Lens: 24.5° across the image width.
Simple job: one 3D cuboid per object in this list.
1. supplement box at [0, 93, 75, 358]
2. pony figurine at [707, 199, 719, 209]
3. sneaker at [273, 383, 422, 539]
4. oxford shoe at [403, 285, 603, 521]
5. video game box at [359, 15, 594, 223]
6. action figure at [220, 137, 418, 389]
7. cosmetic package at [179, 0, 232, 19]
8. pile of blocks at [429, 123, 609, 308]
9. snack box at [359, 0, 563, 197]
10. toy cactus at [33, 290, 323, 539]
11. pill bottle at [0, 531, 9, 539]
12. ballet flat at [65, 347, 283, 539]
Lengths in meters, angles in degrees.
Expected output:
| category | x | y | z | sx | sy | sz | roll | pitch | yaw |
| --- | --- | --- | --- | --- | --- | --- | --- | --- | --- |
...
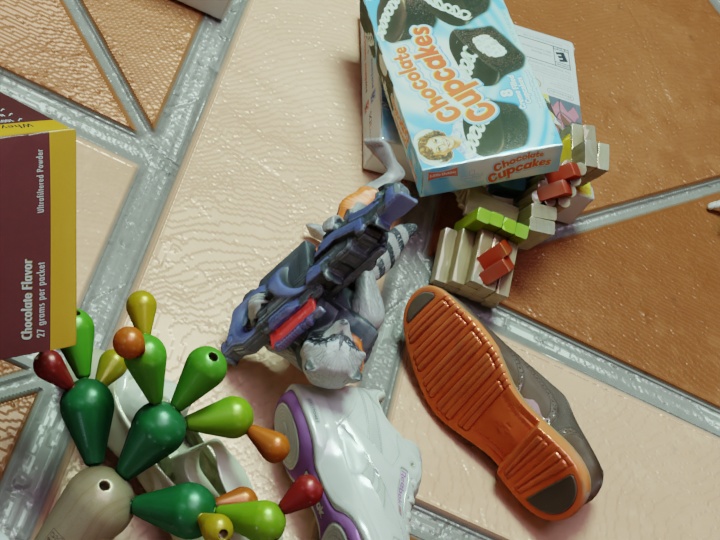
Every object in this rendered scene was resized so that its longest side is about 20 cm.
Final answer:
| category | x | y | z | sx | sy | sz | roll | pitch | yaw |
| --- | --- | --- | --- | --- | --- | --- | --- | --- | --- |
| supplement box | -0.299 | -0.032 | 0.976 | 0.196 | 0.134 | 0.199 | -11 | 23 | -35 |
| pony figurine | 0.433 | -0.086 | 1.503 | 0.191 | 0.168 | 0.200 | 14 | 44 | 26 |
| sneaker | 0.013 | 0.158 | 1.109 | 0.099 | 0.075 | 0.202 | -3 | 57 | -29 |
| oxford shoe | 0.105 | 0.094 | 1.229 | 0.201 | 0.071 | 0.073 | 55 | 30 | 12 |
| video game box | 0.097 | -0.143 | 1.414 | 0.198 | 0.047 | 0.184 | 14 | 48 | -19 |
| action figure | 0.000 | 0.000 | 1.158 | 0.104 | 0.199 | 0.195 | 35 | 43 | -22 |
| cosmetic package | -0.182 | -0.300 | 1.366 | 0.198 | 0.071 | 0.102 | 23 | 48 | -10 |
| pile of blocks | 0.131 | -0.060 | 1.315 | 0.082 | 0.062 | 0.200 | 43 | 64 | -7 |
| snack box | 0.077 | -0.154 | 1.330 | 0.115 | 0.037 | 0.202 | -11 | 55 | -9 |
| toy cactus | -0.136 | 0.117 | 1.009 | 0.200 | 0.165 | 0.102 | 41 | 2 | 3 |
| pill bottle | -0.292 | 0.191 | 0.891 | 0.198 | 0.111 | 0.112 | 7 | 52 | -25 |
| ballet flat | -0.119 | 0.116 | 1.077 | 0.069 | 0.070 | 0.201 | -25 | 70 | -40 |
